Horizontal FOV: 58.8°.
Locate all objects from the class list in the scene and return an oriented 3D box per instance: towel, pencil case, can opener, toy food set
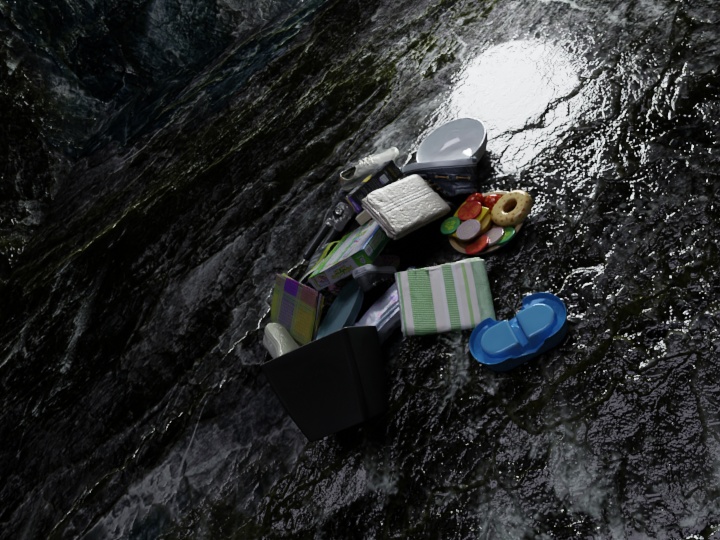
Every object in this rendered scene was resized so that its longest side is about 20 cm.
[{"bbox_3d":[-0.163,0.099,1.606,0.199,0.023,0.145,22,106,48],"label":"towel"},{"bbox_3d":[0.076,0.086,1.435,0.200,0.083,0.091,-44,14,-5],"label":"pencil case"},{"bbox_3d":[-0.086,-0.100,1.780,0.053,0.067,0.201,32,78,9],"label":"can opener"},{"bbox_3d":[0.290,-0.115,1.489,0.199,0.049,0.198,23,69,47],"label":"toy food set"},{"bbox_3d":[0.178,0.058,1.360,0.198,0.023,0.154,-10,68,9],"label":"towel"},{"bbox_3d":[0.107,-0.151,1.505,0.199,0.035,0.133,-26,64,-34],"label":"towel"}]

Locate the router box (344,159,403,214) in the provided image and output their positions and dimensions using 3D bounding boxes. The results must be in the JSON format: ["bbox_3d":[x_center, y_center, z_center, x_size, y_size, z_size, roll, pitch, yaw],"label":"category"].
[{"bbox_3d":[0.032,-0.225,1.715,0.157,0.052,0.200,-40,8,4],"label":"router box"}]

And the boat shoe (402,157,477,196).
[{"bbox_3d":[0.196,-0.228,1.593,0.198,0.092,0.071,0,9,31],"label":"boat shoe"}]

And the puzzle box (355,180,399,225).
[{"bbox_3d":[0.053,-0.183,1.670,0.133,0.025,0.200,-39,7,13],"label":"puzzle box"}]

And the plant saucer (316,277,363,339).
[{"bbox_3d":[-0.045,0.109,1.492,0.201,0.027,0.201,-55,14,20],"label":"plant saucer"}]

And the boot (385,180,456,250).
[{"bbox_3d":[0.131,-0.144,1.622,0.199,0.073,0.151,-31,40,5],"label":"boot"}]

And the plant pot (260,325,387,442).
[{"bbox_3d":[-0.052,0.232,1.296,0.198,0.200,0.179,-24,80,16],"label":"plant pot"}]

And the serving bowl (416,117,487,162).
[{"bbox_3d":[0.251,-0.314,1.697,0.198,0.066,0.202,-22,42,21],"label":"serving bowl"}]

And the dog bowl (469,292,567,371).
[{"bbox_3d":[0.310,0.124,1.243,0.199,0.050,0.112,-30,40,10],"label":"dog bowl"}]

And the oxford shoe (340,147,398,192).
[{"bbox_3d":[0.023,-0.304,1.874,0.199,0.058,0.075,-30,37,8],"label":"oxford shoe"}]

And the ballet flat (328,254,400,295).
[{"bbox_3d":[0.000,0.000,1.588,0.198,0.071,0.070,-24,38,18],"label":"ballet flat"}]

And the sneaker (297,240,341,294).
[{"bbox_3d":[-0.114,0.005,1.687,0.200,0.074,0.081,-50,26,-18],"label":"sneaker"}]

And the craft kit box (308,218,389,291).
[{"bbox_3d":[-0.009,-0.053,1.529,0.196,0.049,0.200,-24,20,41],"label":"craft kit box"}]

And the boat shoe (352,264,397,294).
[{"bbox_3d":[0.039,0.026,1.469,0.068,0.200,0.057,-26,77,20],"label":"boat shoe"}]

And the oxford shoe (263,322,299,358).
[{"bbox_3d":[-0.180,0.207,1.536,0.200,0.075,0.058,49,126,43],"label":"oxford shoe"}]
